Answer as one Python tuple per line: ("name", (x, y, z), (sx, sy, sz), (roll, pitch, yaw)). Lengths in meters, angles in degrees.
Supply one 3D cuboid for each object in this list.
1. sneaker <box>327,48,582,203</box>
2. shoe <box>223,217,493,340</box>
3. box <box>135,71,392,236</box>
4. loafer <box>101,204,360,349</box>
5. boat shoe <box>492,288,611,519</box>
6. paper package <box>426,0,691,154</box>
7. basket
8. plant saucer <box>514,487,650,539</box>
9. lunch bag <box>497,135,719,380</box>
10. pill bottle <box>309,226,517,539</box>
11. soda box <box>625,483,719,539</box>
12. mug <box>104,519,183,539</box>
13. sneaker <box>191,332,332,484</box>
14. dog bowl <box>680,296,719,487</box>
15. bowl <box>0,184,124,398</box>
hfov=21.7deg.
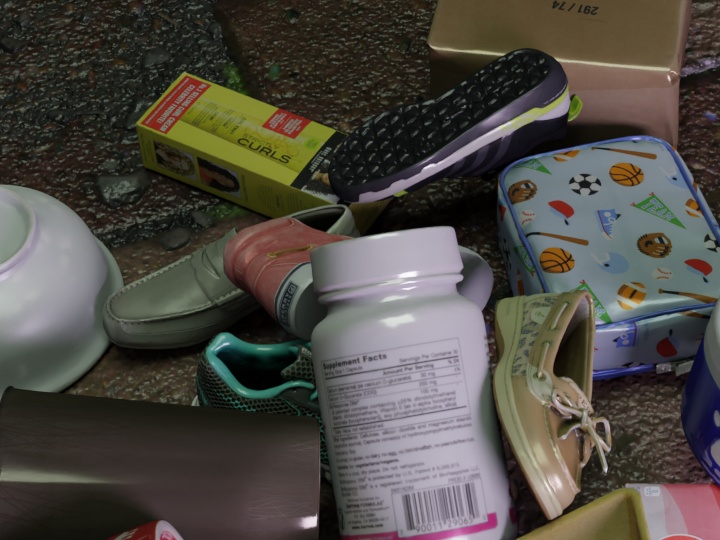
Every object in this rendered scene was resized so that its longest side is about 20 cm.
("sneaker", (0.075, -0.087, 1.392), (0.199, 0.083, 0.072), (-25, 45, -1))
("shoe", (0.000, 0.000, 1.322), (0.199, 0.072, 0.091), (-4, 28, -43))
("box", (-0.073, -0.087, 1.461), (0.199, 0.050, 0.075), (23, 53, 24))
("loafer", (-0.094, 0.000, 1.364), (0.199, 0.070, 0.070), (-20, 47, -16))
("boat shoe", (0.122, 0.074, 1.180), (0.062, 0.074, 0.201), (-19, 33, 13))
("paper package", (0.163, -0.185, 1.500), (0.198, 0.104, 0.191), (6, 46, 11))
("basket", (-0.127, 0.146, 1.187), (0.198, 0.180, 0.137), (3, 87, -5))
("plant saucer", (0.104, 0.252, 1.083), (0.199, 0.048, 0.201), (-30, 43, 22))
("lunch bag", (0.189, -0.008, 1.351), (0.159, 0.076, 0.201), (-10, 46, -8))
("pill bottle", (0.030, 0.079, 1.182), (0.112, 0.113, 0.202), (-9, 86, -4))
("soda box", (0.196, 0.226, 1.135), (0.069, 0.064, 0.201), (-1, 46, 4))
("mug", (-0.174, 0.251, 1.081), (0.199, 0.179, 0.133), (-25, 12, 4))
("sneaker", (-0.024, 0.091, 1.261), (0.198, 0.092, 0.078), (7, 48, 11))
("dog bowl", (0.310, 0.088, 1.205), (0.198, 0.079, 0.201), (11, 34, -7))
("bowl", (-0.275, 0.002, 1.367), (0.199, 0.091, 0.202), (-2, 47, 2))
